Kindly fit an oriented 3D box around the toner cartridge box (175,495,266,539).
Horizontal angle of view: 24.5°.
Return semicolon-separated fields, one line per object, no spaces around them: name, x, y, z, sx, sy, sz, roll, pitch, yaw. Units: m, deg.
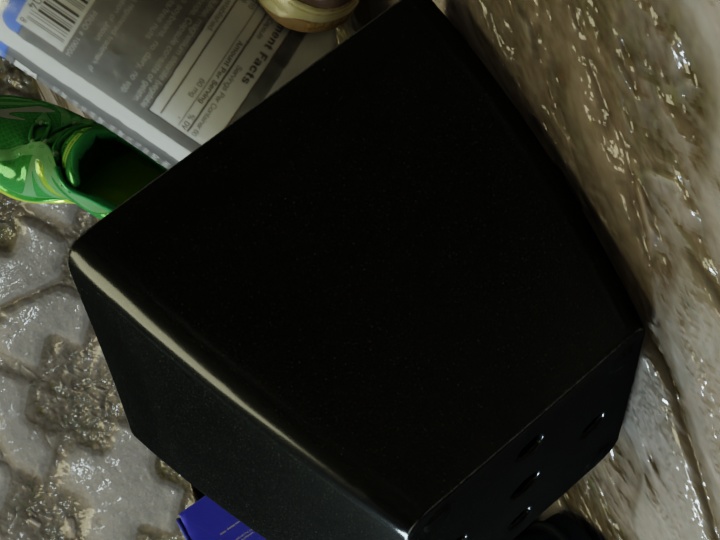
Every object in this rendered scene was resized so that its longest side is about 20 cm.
toner cartridge box;0.006;0.121;0.902;0.095;0.200;0.043;59;-170;20

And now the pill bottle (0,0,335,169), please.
pill bottle;-0.084;-0.110;0.843;0.200;0.114;0.114;34;172;-10

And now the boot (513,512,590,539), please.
boot;0.051;0.209;0.972;0.077;0.168;0.200;64;168;-4

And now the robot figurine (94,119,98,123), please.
robot figurine;-0.134;-0.159;1.082;0.124;0.151;0.200;20;152;14

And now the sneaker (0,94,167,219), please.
sneaker;-0.175;-0.073;1.061;0.200;0.074;0.084;23;157;19

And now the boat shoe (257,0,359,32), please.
boat shoe;-0.055;-0.212;0.797;0.200;0.072;0.072;61;154;13

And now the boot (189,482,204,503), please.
boot;-0.077;0.117;1.041;0.200;0.069;0.174;60;-178;10

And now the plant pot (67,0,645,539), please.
plant pot;0.013;0.037;0.749;0.177;0.200;0.200;45;162;23
